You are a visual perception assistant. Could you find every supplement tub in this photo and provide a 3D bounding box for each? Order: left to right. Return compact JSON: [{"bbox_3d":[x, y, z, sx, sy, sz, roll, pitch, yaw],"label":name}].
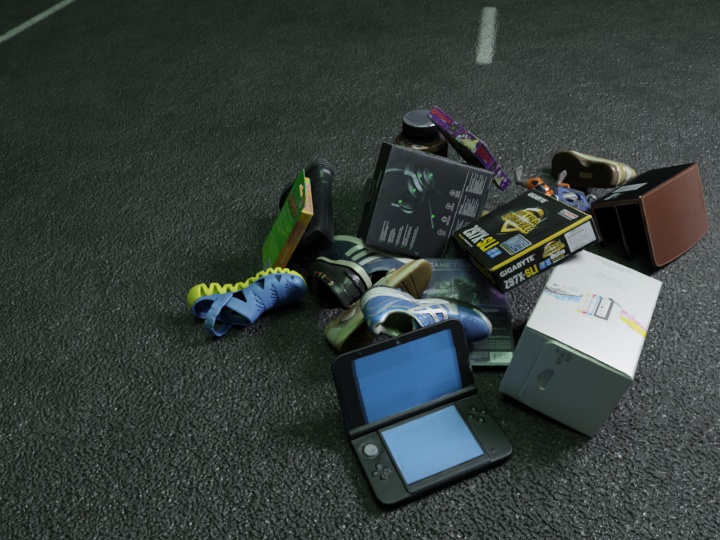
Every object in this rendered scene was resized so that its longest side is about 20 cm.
[{"bbox_3d":[0.118,-0.207,1.193,0.106,0.201,0.107,-1,40,1],"label":"supplement tub"}]

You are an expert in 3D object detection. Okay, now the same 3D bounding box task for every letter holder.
[{"bbox_3d":[0.543,-0.097,1.129,0.200,0.143,0.100,-27,13,-31],"label":"letter holder"}]

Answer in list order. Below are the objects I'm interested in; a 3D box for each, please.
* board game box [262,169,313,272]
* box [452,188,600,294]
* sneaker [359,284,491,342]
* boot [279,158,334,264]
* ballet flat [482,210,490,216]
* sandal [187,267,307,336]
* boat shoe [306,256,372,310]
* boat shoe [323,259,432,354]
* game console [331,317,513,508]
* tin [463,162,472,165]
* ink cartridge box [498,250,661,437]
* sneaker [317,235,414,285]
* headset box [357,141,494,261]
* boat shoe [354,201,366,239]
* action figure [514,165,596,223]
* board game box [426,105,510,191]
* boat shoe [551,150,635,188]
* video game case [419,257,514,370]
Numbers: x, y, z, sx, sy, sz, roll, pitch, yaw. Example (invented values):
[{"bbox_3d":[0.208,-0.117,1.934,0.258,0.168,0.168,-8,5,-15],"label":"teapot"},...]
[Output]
[{"bbox_3d":[-0.126,-0.072,1.054,0.030,0.200,0.096,12,43,-22],"label":"board game box"},{"bbox_3d":[0.245,-0.052,0.939,0.159,0.049,0.200,-30,20,3],"label":"box"},{"bbox_3d":[0.096,0.081,0.888,0.199,0.076,0.077,9,29,-6],"label":"sneaker"},{"bbox_3d":[-0.105,-0.089,1.133,0.065,0.165,0.201,18,46,-25],"label":"boot"},{"bbox_3d":[0.292,-0.061,1.124,0.199,0.069,0.063,15,51,33],"label":"ballet flat"},{"bbox_3d":[-0.184,0.057,1.005,0.199,0.080,0.087,-16,45,-2],"label":"sandal"},{"bbox_3d":[-0.052,0.023,0.985,0.063,0.074,0.201,-42,16,-17],"label":"boat shoe"},{"bbox_3d":[0.028,0.049,0.967,0.201,0.073,0.063,-45,48,-5],"label":"boat shoe"},{"bbox_3d":[0.082,0.182,0.803,0.199,0.119,0.171,-17,42,-15],"label":"game console"},{"bbox_3d":[0.146,-0.123,1.142,0.200,0.112,0.042,-34,20,-8],"label":"tin"},{"bbox_3d":[0.309,0.095,0.859,0.144,0.148,0.200,25,47,18],"label":"ink cartridge box"},{"bbox_3d":[0.000,0.000,1.057,0.199,0.075,0.085,13,47,23],"label":"sneaker"},{"bbox_3d":[0.103,-0.115,1.054,0.199,0.175,0.093,12,13,-11],"label":"headset box"},{"bbox_3d":[0.030,-0.091,1.171,0.074,0.062,0.200,5,42,7],"label":"boat shoe"},{"bbox_3d":[0.403,-0.118,1.184,0.199,0.105,0.194,13,40,-27],"label":"action figure"},{"bbox_3d":[0.202,-0.218,1.108,0.120,0.200,0.032,42,99,28],"label":"board game box"},{"bbox_3d":[0.478,-0.205,1.255,0.076,0.072,0.200,-8,23,-19],"label":"boat shoe"},{"bbox_3d":[0.167,0.065,0.975,0.142,0.019,0.201,0,54,4],"label":"video game case"}]
